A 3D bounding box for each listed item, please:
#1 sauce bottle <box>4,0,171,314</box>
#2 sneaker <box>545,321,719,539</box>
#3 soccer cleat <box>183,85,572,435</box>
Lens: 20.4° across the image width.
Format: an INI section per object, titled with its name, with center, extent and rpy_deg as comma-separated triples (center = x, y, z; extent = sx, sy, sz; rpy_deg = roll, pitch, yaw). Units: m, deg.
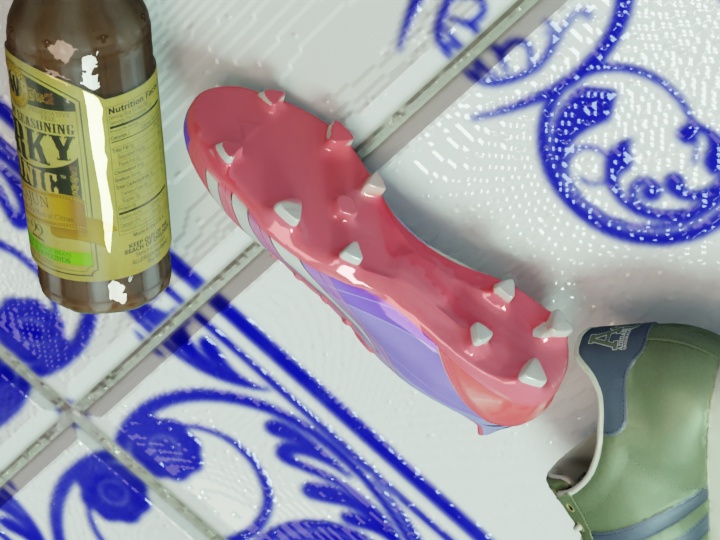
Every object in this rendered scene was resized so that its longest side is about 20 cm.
[sauce bottle]
center = -0.117, -0.079, 0.846
extent = 0.065, 0.065, 0.200
rpy_deg = 7, 122, 15
[sneaker]
center = 0.127, 0.105, 0.884
extent = 0.090, 0.067, 0.201
rpy_deg = 14, 126, 19
[soccer cleat]
center = 0.000, 0.000, 0.859
extent = 0.200, 0.067, 0.076
rpy_deg = 36, 143, -4
